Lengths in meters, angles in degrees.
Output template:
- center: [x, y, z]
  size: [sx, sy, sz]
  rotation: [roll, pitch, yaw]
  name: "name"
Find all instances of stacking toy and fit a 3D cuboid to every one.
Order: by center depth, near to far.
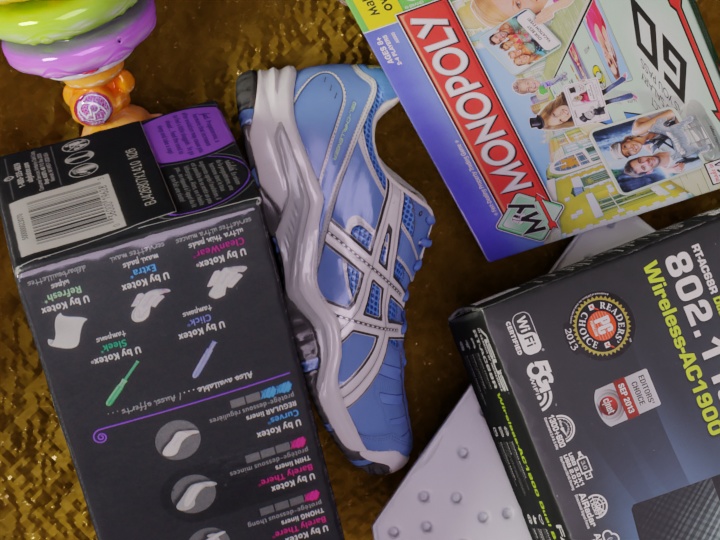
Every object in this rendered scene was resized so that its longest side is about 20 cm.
- center: [-0.130, -0.125, 0.903]
  size: [0.116, 0.110, 0.200]
  rotation: [-18, 121, -4]
  name: "stacking toy"

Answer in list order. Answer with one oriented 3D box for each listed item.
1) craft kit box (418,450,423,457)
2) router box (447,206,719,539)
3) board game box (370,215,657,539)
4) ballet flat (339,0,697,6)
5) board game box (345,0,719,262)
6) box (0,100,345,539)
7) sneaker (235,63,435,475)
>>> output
- center: [0.118, 0.193, 1.043]
  size: [0.200, 0.049, 0.198]
  rotation: [4, 100, -11]
  name: "craft kit box"
- center: [0.147, 0.083, 0.948]
  size: [0.150, 0.062, 0.200]
  rotation: [-21, 89, -14]
  name: "router box"
- center: [0.136, 0.104, 0.989]
  size: [0.200, 0.026, 0.200]
  rotation: [37, 78, -6]
  name: "board game box"
- center: [0.077, -0.139, 0.939]
  size: [0.200, 0.071, 0.069]
  rotation: [1, 103, -11]
  name: "ballet flat"
- center: [0.081, -0.098, 0.912]
  size: [0.134, 0.029, 0.200]
  rotation: [-19, 131, 16]
  name: "board game box"
- center: [-0.081, 0.046, 0.912]
  size: [0.106, 0.122, 0.200]
  rotation: [-16, 118, -6]
  name: "box"
- center: [0.000, 0.000, 0.956]
  size: [0.077, 0.076, 0.200]
  rotation: [-14, 107, -2]
  name: "sneaker"
